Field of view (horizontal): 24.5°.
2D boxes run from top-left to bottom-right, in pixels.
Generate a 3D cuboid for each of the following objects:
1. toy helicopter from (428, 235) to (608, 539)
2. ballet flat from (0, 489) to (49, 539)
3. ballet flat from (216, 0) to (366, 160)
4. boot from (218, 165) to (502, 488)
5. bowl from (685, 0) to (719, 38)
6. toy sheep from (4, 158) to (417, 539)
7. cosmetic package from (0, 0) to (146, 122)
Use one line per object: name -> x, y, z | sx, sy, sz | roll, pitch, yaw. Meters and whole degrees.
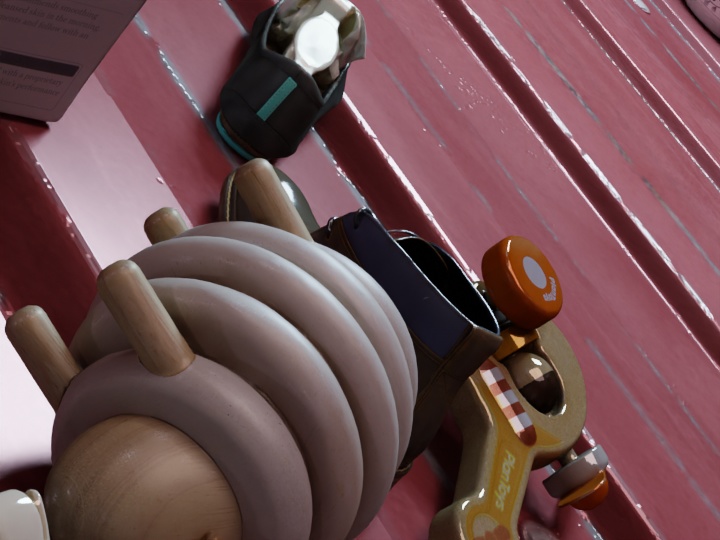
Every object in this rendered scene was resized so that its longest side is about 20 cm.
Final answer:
toy helicopter -> 0.073, 0.087, 0.793 | 0.132, 0.079, 0.201 | 46, 33, -18
ballet flat -> -0.131, 0.068, 0.472 | 0.200, 0.071, 0.069 | 51, 24, 14
ballet flat -> -0.030, -0.122, 0.948 | 0.068, 0.068, 0.200 | 37, 24, -13
boot -> 0.000, 0.000, 0.760 | 0.074, 0.097, 0.201 | 20, 33, -42
bowl -> 0.472, -0.348, 2.089 | 0.200, 0.094, 0.201 | 36, 25, -19
toy sheep -> -0.043, 0.042, 0.584 | 0.138, 0.138, 0.200 | 45, 40, 3
cosmetic package -> -0.162, -0.211, 0.720 | 0.122, 0.200, 0.200 | 7, 42, -54
